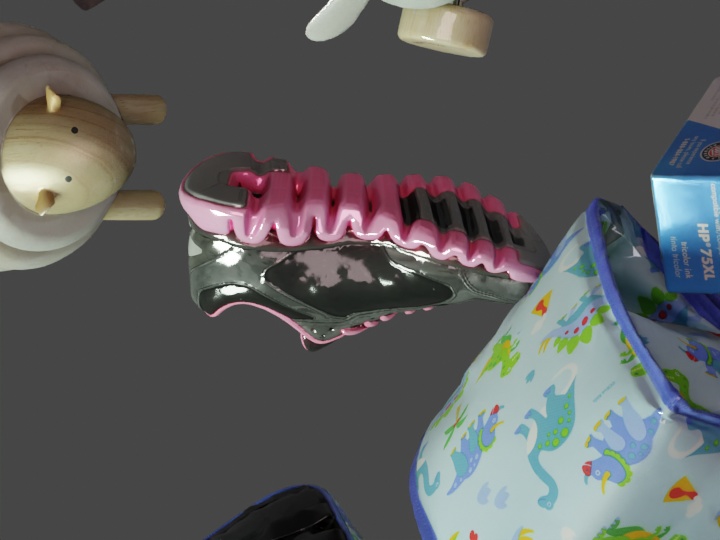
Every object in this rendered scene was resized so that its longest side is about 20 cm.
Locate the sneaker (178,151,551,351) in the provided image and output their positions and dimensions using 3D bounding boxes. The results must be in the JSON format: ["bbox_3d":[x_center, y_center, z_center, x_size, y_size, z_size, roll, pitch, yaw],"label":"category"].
[{"bbox_3d":[0.000,0.000,1.516,0.199,0.079,0.096,10,117,1],"label":"sneaker"}]

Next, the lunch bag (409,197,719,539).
[{"bbox_3d":[0.111,0.082,1.418,0.127,0.200,0.170,24,112,-33],"label":"lunch bag"}]

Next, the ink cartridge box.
[{"bbox_3d":[0.252,-0.040,1.379,0.199,0.116,0.068,3,119,25],"label":"ink cartridge box"}]

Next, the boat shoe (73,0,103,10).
[{"bbox_3d":[-0.075,-0.196,1.499,0.199,0.075,0.074,-22,104,11],"label":"boat shoe"}]

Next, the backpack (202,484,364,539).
[{"bbox_3d":[-0.057,0.218,1.475,0.200,0.183,0.147,-38,116,6],"label":"backpack"}]

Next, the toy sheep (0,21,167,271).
[{"bbox_3d":[-0.183,-0.063,1.465,0.137,0.199,0.139,-2,92,-41],"label":"toy sheep"}]

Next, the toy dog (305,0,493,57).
[{"bbox_3d":[0.009,-0.170,1.451,0.096,0.200,0.133,8,69,17],"label":"toy dog"}]
